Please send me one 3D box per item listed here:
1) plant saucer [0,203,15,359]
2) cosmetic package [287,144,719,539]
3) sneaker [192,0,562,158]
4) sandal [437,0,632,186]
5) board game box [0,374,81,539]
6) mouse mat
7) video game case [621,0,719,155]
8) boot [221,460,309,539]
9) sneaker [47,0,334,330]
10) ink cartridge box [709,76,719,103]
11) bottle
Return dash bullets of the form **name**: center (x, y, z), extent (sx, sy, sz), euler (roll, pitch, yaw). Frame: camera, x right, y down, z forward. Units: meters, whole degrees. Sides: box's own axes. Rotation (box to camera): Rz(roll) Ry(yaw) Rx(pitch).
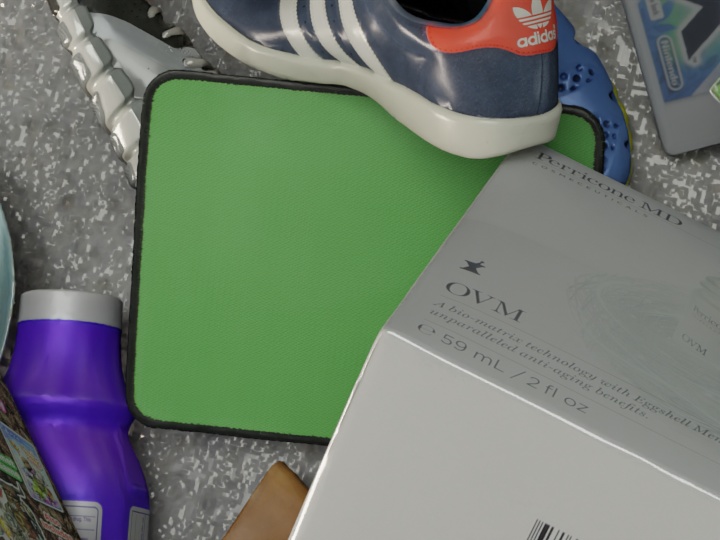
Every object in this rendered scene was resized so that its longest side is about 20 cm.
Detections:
- **plant saucer**: center (-0.243, 0.021, 1.105), extent (0.201, 0.039, 0.201), euler (-5, 73, 18)
- **cosmetic package**: center (0.104, 0.070, 0.909), extent (0.199, 0.200, 0.123), euler (26, 118, 6)
- **sneaker**: center (0.008, -0.118, 0.995), extent (0.200, 0.075, 0.085), euler (25, 123, 37)
- **sandal**: center (0.053, -0.110, 1.045), extent (0.079, 0.087, 0.200), euler (-31, 76, 4)
- **board game box**: center (-0.224, 0.095, 0.989), extent (0.159, 0.097, 0.200), euler (-36, 59, 8)
- **mouse mat**: center (0.000, 0.000, 1.028), extent (0.200, 0.008, 0.161), euler (6, 103, 3)
- **video game case**: center (0.191, -0.158, 0.991), extent (0.182, 0.022, 0.200), euler (-14, 117, 10)
- **boot**: center (0.035, 0.150, 1.023), extent (0.200, 0.068, 0.188), euler (38, 97, 24)
- **sneaker**: center (-0.059, -0.080, 1.079), extent (0.115, 0.075, 0.200), euler (-25, 85, 2)
- **ink cartridge box**: center (0.235, -0.024, 0.952), extent (0.059, 0.104, 0.200), euler (-43, 84, 23)
- **bottle**: center (-0.136, 0.110, 1.055), extent (0.083, 0.065, 0.200), euler (-1, 78, 19)
